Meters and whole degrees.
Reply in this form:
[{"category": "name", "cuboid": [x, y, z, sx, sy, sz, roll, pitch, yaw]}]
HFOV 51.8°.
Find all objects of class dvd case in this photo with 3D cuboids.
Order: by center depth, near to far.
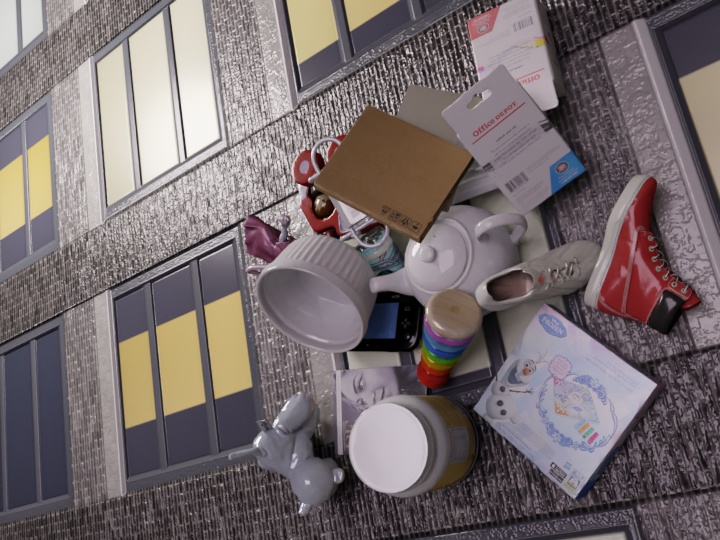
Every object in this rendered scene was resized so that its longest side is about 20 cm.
[{"category": "dvd case", "cuboid": [0.034, 0.242, 1.278, 0.199, 0.016, 0.149, -10, 77, 36]}]

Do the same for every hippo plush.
[{"category": "hippo plush", "cuboid": [-0.093, 0.316, 1.279, 0.161, 0.200, 0.159, 37, 82, 17]}]

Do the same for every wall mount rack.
[{"category": "wall mount rack", "cuboid": [0.015, -0.143, 1.219, 0.173, 0.075, 0.201, -31, 85, 19]}]

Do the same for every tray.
[{"category": "tray", "cuboid": [0.209, -0.182, 1.175, 0.199, 0.022, 0.108, -20, 68, 15]}]

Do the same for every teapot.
[{"category": "teapot", "cuboid": [0.144, -0.018, 1.157, 0.197, 0.146, 0.201, 27, 98, 37]}]

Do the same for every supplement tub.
[{"category": "supplement tub", "cuboid": [0.082, 0.260, 1.110, 0.145, 0.200, 0.146, -5, 79, 27]}]

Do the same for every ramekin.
[{"category": "ramekin", "cuboid": [-0.066, 0.034, 1.247, 0.199, 0.201, 0.105, -7, 37, 36]}]

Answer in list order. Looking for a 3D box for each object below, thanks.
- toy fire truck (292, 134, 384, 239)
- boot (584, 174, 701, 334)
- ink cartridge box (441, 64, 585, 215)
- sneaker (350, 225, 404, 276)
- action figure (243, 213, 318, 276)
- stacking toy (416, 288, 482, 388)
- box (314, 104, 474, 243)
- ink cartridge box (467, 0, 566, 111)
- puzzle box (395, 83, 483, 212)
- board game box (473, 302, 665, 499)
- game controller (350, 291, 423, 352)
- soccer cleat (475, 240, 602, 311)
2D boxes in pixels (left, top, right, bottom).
[{"category": "toy fire truck", "cuboid": [-0.032, -0.136, 1.331, 0.199, 0.112, 0.169, -16, 71, 36]}, {"category": "boot", "cuboid": [0.405, -0.022, 1.008, 0.144, 0.072, 0.201, 22, 104, 37]}, {"category": "ink cartridge box", "cuboid": [0.223, -0.197, 1.095, 0.116, 0.068, 0.200, -37, 105, 19]}, {"category": "sneaker", "cuboid": [0.000, 0.000, 1.308, 0.200, 0.086, 0.078, -27, 24, 51]}, {"category": "action figure", "cuboid": [-0.144, -0.036, 1.389, 0.200, 0.134, 0.150, 23, 97, 40]}, {"category": "stacking toy", "cuboid": [0.124, 0.118, 1.145, 0.086, 0.085, 0.200, 57, 153, 29]}, {"category": "box", "cuboid": [0.051, -0.154, 1.146, 0.200, 0.021, 0.164, 29, 77, 21]}, {"category": "ink cartridge box", "cuboid": [0.250, -0.319, 1.172, 0.116, 0.067, 0.201, -17, 71, 29]}, {"category": "puzzle box", "cuboid": [0.107, -0.198, 1.179, 0.133, 0.025, 0.201, 16, 72, 18]}, {"category": "board game box", "cuboid": [0.293, 0.184, 1.071, 0.200, 0.043, 0.200, 41, 107, 35]}, {"category": "game controller", "cuboid": [0.023, 0.090, 1.296, 0.199, 0.042, 0.105, -5, 79, 36]}, {"category": "soccer cleat", "cuboid": [0.262, 0.009, 1.063, 0.199, 0.078, 0.070, -21, 80, 0]}]
